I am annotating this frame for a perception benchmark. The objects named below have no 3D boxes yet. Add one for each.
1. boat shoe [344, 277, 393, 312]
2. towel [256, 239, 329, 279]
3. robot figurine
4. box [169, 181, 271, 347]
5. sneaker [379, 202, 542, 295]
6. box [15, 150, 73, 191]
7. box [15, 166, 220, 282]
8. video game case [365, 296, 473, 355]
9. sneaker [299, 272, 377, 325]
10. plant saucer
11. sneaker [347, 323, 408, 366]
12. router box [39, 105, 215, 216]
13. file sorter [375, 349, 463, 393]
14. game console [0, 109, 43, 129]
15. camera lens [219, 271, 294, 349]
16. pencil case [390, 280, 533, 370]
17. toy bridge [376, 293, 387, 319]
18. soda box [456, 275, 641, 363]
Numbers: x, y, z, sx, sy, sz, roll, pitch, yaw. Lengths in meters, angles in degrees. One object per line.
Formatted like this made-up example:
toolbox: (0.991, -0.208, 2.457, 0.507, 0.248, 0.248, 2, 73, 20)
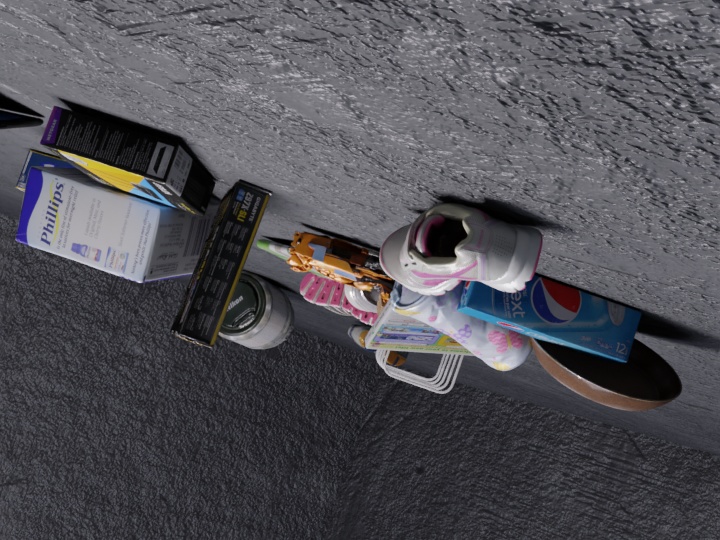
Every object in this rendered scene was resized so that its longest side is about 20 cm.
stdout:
boat shoe: (0.061, 0.043, 1.527, 0.068, 0.072, 0.200, 6, 165, 44)
towel: (-0.055, -0.013, 1.598, 0.149, 0.031, 0.200, 28, 171, -40)
robot figurine: (0.000, 0.000, 1.403, 0.200, 0.058, 0.145, 19, 174, 3)
box: (-0.179, -0.004, 1.270, 0.049, 0.200, 0.160, 22, 172, -14)
sneaker: (0.077, -0.027, 0.970, 0.088, 0.082, 0.200, 25, 162, -33)
box: (-0.416, -0.122, 1.531, 0.200, 0.064, 0.070, 16, 173, 18)
box: (-0.322, -0.066, 1.363, 0.200, 0.105, 0.184, 18, -171, 16)
video game case: (0.122, 0.077, 1.413, 0.200, 0.022, 0.182, 4, 155, -11)
sneaker: (-0.002, 0.050, 1.745, 0.200, 0.074, 0.087, 15, 178, 23)
plant saucer: (0.298, 0.116, 1.252, 0.200, 0.035, 0.200, 17, -158, -7)
sneaker: (0.049, 0.188, 2.684, 0.088, 0.075, 0.200, 28, 175, 47)
router box: (-0.263, -0.123, 1.177, 0.149, 0.051, 0.200, 18, 174, 6)
file sorter: (0.108, 0.138, 1.824, 0.139, 0.125, 0.200, 20, 179, -3)
game console: (-0.511, -0.225, 1.194, 0.200, 0.116, 0.176, 14, 141, 29)
camera lens: (-0.254, 0.096, 2.350, 0.160, 0.160, 0.200, 16, 172, 20)
pencil case: (0.132, 0.054, 1.273, 0.200, 0.091, 0.083, 30, -167, -30)
toy bridge: (0.123, 0.053, 1.473, 0.200, 0.027, 0.067, 6, -145, -9)
soda box: (0.220, 0.048, 1.187, 0.200, 0.064, 0.068, 18, 173, -3)
